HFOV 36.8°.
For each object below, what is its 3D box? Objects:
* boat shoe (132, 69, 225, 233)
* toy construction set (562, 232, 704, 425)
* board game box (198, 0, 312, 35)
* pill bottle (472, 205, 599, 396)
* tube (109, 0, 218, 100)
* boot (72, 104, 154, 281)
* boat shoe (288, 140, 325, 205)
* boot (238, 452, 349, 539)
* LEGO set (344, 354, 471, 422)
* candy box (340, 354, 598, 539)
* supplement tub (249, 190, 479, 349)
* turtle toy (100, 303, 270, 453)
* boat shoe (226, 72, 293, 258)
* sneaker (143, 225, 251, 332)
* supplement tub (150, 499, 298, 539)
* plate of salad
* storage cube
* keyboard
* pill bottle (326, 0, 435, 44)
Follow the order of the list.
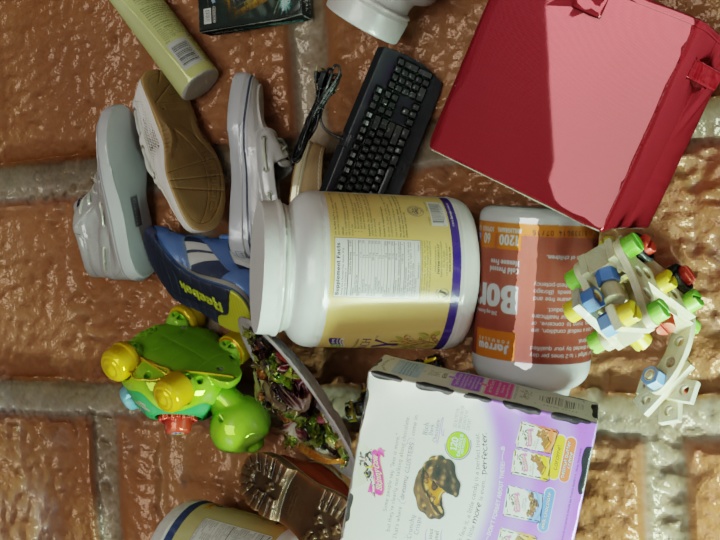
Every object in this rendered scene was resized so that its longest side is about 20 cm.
[{"bbox_3d":[-0.207,-0.124,1.211,0.069,0.070,0.202,-40,62,46],"label":"boat shoe"},{"bbox_3d":[0.247,0.043,0.933,0.091,0.200,0.132,-23,45,22],"label":"toy construction set"},{"bbox_3d":[-0.118,-0.364,1.169,0.134,0.028,0.203,-1,92,27],"label":"board game box"},{"bbox_3d":[0.160,0.043,1.000,0.111,0.112,0.203,5,94,27],"label":"pill bottle"},{"bbox_3d":[-0.235,-0.282,1.217,0.052,0.058,0.201,-37,80,-2],"label":"tube"},{"bbox_3d":[-0.297,-0.086,1.248,0.095,0.073,0.203,-1,99,28],"label":"boot"},{"bbox_3d":[-0.040,-0.034,1.131,0.068,0.074,0.203,2,93,4],"label":"boat shoe"},{"bbox_3d":[-0.023,0.248,1.098,0.199,0.107,0.076,33,100,38],"label":"boot"},{"bbox_3d":[0.055,0.190,1.059,0.152,0.116,0.203,-8,89,27],"label":"LEGO set"},{"bbox_3d":[0.093,0.180,0.943,0.197,0.072,0.170,12,101,11],"label":"candy box"},{"bbox_3d":[0.000,0.000,1.018,0.197,0.145,0.148,2,95,-11],"label":"supplement tub"},{"bbox_3d":[-0.181,0.126,1.180,0.199,0.145,0.102,26,126,24],"label":"turtle toy"},{"bbox_3d":[-0.103,-0.113,1.155,0.066,0.074,0.203,-2,82,5],"label":"boat shoe"},{"bbox_3d":[-0.163,-0.002,1.193,0.199,0.082,0.075,29,143,35],"label":"sneaker"},{"bbox_3d":[-0.116,0.333,1.143,0.198,0.144,0.146,9,97,26],"label":"supplement tub"},{"bbox_3d":[-0.071,0.134,1.086,0.048,0.200,0.201,-35,73,-15],"label":"plate of salad"},{"bbox_3d":[0.195,-0.150,0.939,0.199,0.170,0.181,29,106,22],"label":"storage cube"},{"bbox_3d":[-0.007,-0.126,1.080,0.126,0.021,0.202,22,92,-10],"label":"keyboard"},{"bbox_3d":[0.048,-0.326,1.040,0.110,0.110,0.201,36,108,21],"label":"pill bottle"}]
